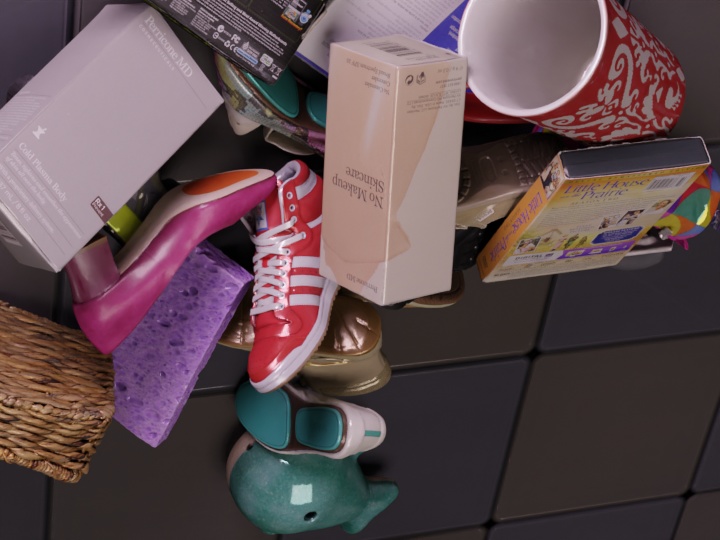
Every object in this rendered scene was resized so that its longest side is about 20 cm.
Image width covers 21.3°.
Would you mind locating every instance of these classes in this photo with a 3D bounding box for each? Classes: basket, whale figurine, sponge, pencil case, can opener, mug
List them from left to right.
[{"bbox_3d":[-0.326,0.122,1.654,0.199,0.143,0.150,23,117,-24],"label":"basket"},{"bbox_3d":[-0.181,0.050,1.705,0.201,0.111,0.030,-59,168,28],"label":"sponge"},{"bbox_3d":[-0.040,0.220,1.911,0.159,0.104,0.199,-43,132,15],"label":"whale figurine"},{"bbox_3d":[0.168,-0.175,1.611,0.199,0.176,0.135,18,86,-56],"label":"mug"},{"bbox_3d":[0.208,-0.015,1.849,0.198,0.054,0.067,-8,131,-16],"label":"can opener"},{"bbox_3d":[0.247,-0.085,1.783,0.199,0.089,0.089,18,120,-31],"label":"pencil case"}]

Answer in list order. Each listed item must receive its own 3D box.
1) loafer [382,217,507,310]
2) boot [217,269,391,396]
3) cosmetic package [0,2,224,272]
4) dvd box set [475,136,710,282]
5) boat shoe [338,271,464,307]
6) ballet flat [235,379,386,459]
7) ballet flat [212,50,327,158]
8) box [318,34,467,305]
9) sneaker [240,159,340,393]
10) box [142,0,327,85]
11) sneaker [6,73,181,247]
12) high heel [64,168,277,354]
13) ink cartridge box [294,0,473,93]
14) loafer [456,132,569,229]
[{"bbox_3d":[0.064,-0.030,1.737,0.200,0.070,0.069,-29,148,-44],"label":"loafer"},{"bbox_3d":[-0.071,0.060,1.772,0.198,0.074,0.156,8,163,9],"label":"boot"},{"bbox_3d":[-0.214,-0.106,1.492,0.200,0.090,0.107,-48,118,-18],"label":"cosmetic package"},{"bbox_3d":[0.201,-0.052,1.690,0.145,0.030,0.200,-8,157,-22],"label":"dvd box set"},{"bbox_3d":[0.000,0.000,1.773,0.198,0.072,0.076,16,145,-27],"label":"boat shoe"},{"bbox_3d":[-0.044,0.141,1.790,0.069,0.199,0.070,-4,97,-33],"label":"ballet flat"},{"bbox_3d":[-0.066,-0.135,1.625,0.071,0.070,0.199,-31,138,33],"label":"ballet flat"},{"bbox_3d":[0.025,-0.083,1.570,0.077,0.095,0.202,-12,113,-37],"label":"box"},{"bbox_3d":[-0.071,-0.002,1.626,0.071,0.201,0.113,-13,132,43],"label":"sneaker"},{"bbox_3d":[-0.091,-0.271,1.460,0.199,0.047,0.194,31,90,-40],"label":"box"},{"bbox_3d":[-0.218,-0.099,1.591,0.081,0.074,0.200,-47,132,-10],"label":"sneaker"},{"bbox_3d":[-0.150,-0.012,1.591,0.198,0.067,0.097,-24,113,-13],"label":"high heel"},{"bbox_3d":[0.065,-0.221,1.614,0.200,0.047,0.197,-42,135,17],"label":"ink cartridge box"},{"bbox_3d":[0.089,-0.069,1.688,0.198,0.076,0.069,-7,149,-5],"label":"loafer"}]
